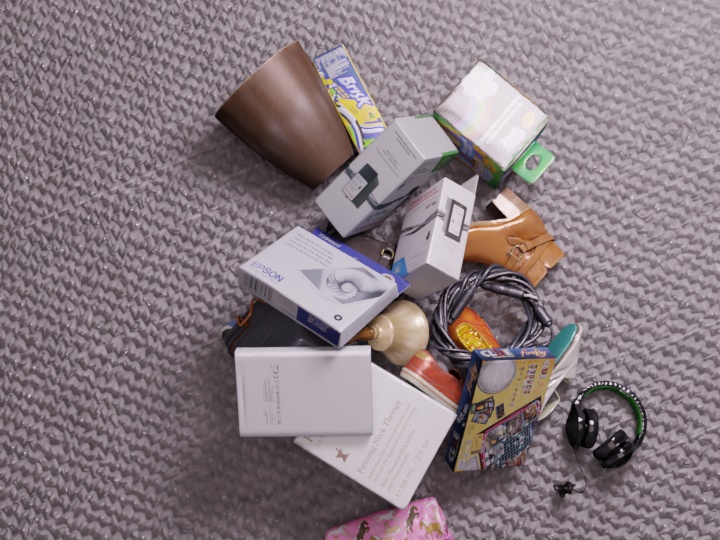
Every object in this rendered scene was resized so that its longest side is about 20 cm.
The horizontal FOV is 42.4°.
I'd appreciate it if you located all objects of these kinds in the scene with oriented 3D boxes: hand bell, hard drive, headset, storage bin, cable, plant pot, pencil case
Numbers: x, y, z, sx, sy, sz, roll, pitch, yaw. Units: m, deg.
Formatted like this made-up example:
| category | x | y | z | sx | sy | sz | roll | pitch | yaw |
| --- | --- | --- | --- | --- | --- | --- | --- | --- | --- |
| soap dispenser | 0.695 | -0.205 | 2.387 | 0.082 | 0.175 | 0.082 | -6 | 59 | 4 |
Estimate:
| category | x | y | z | sx | sy | sz | roll | pitch | yaw |
| --- | --- | --- | --- | --- | --- | --- | --- | --- | --- |
| hand bell | 0.007 | 0.095 | 1.421 | 0.103 | 0.199 | 0.106 | -3 | 85 | 38 |
| hard drive | -0.081 | 0.177 | 1.361 | 0.197 | 0.026 | 0.134 | -1 | 104 | 2 |
| headset | 0.381 | 0.278 | 1.510 | 0.123 | 0.094 | 0.201 | 33 | 69 | 10 |
| storage bin | -0.121 | 0.119 | 1.445 | 0.145 | 0.135 | 0.200 | 29 | 118 | -30 |
| cable | 0.198 | 0.074 | 1.470 | 0.197 | 0.051 | 0.165 | -17 | 70 | -9 |
| plant pot | -0.108 | -0.242 | 1.547 | 0.187 | 0.187 | 0.200 | -42 | 97 | -5 |
| pencil case | 0.045 | 0.426 | 1.480 | 0.197 | 0.083 | 0.088 | -19 | 81 | -2 |

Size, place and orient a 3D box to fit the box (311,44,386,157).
| category | x | y | z | sx | sy | sz | roll | pitch | yaw |
| --- | --- | --- | --- | --- | --- | --- | --- | --- | --- |
| box | -0.012 | -0.277 | 1.589 | 0.064 | 0.070 | 0.202 | -26 | 82 | -4 |

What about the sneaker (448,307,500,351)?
| category | x | y | z | sx | sy | sz | roll | pitch | yaw |
| --- | --- | --- | --- | --- | --- | --- | --- | --- | --- |
| sneaker | 0.196 | 0.123 | 1.518 | 0.073 | 0.077 | 0.200 | -39 | 69 | -3 |

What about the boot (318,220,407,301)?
| category | x | y | z | sx | sy | sz | roll | pitch | yaw |
| --- | --- | --- | --- | --- | --- | --- | --- | --- | --- |
| boot | 0.000 | 0.000 | 1.522 | 0.173 | 0.070 | 0.201 | 29 | 53 | 6 |

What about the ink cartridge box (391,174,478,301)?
| category | x | y | z | sx | sy | sz | roll | pitch | yaw |
| --- | --- | --- | --- | --- | --- | --- | --- | --- | --- |
| ink cartridge box | 0.119 | -0.067 | 1.499 | 0.067 | 0.116 | 0.202 | 27 | 60 | -22 |

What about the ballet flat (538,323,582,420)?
| category | x | y | z | sx | sy | sz | roll | pitch | yaw |
| --- | --- | --- | --- | --- | --- | --- | --- | --- | --- |
| ballet flat | 0.311 | 0.180 | 1.524 | 0.069 | 0.069 | 0.201 | 37 | 89 | 6 |

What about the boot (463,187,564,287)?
| category | x | y | z | sx | sy | sz | roll | pitch | yaw |
| --- | --- | --- | --- | --- | --- | --- | --- | --- | --- |
| boot | 0.229 | -0.021 | 1.552 | 0.199 | 0.077 | 0.156 | -41 | 87 | -12 |

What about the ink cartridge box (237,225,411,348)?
| category | x | y | z | sx | sy | sz | roll | pitch | yaw |
| --- | --- | --- | --- | --- | --- | --- | --- | --- | --- |
| ink cartridge box | -0.049 | 0.008 | 1.402 | 0.198 | 0.041 | 0.200 | 30 | 43 | 21 |

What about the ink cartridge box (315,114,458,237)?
| category | x | y | z | sx | sy | sz | roll | pitch | yaw |
| --- | --- | --- | --- | --- | --- | --- | --- | --- | --- |
| ink cartridge box | 0.042 | -0.152 | 1.495 | 0.200 | 0.146 | 0.083 | -42 | 81 | 29 |

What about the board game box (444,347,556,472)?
| category | x | y | z | sx | sy | sz | roll | pitch | yaw |
| --- | --- | --- | --- | --- | --- | --- | --- | --- | --- |
| board game box | 0.216 | 0.216 | 1.441 | 0.134 | 0.035 | 0.203 | 1 | 115 | -24 |

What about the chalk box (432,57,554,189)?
| category | x | y | z | sx | sy | sz | roll | pitch | yaw |
| --- | --- | --- | --- | --- | --- | --- | --- | --- | --- |
| chalk box | 0.229 | -0.228 | 1.551 | 0.200 | 0.124 | 0.125 | 42 | 84 | 6 |

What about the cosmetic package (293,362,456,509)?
| category | x | y | z | sx | sy | sz | roll | pitch | yaw |
| --- | --- | --- | --- | --- | --- | --- | --- | --- | --- |
| cosmetic package | 0.024 | 0.248 | 1.464 | 0.198 | 0.166 | 0.169 | 29 | 84 | 7 |

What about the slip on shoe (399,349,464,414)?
| category | x | y | z | sx | sy | sz | roll | pitch | yaw |
| --- | --- | --- | --- | --- | --- | --- | --- | --- | --- |
| slip on shoe | 0.147 | 0.192 | 1.480 | 0.199 | 0.074 | 0.062 | 37 | 80 | -28 |

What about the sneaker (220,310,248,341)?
| category | x | y | z | sx | sy | sz | roll | pitch | yaw |
| --- | --- | --- | --- | --- | --- | --- | --- | --- | --- |
| sneaker | -0.141 | 0.068 | 1.551 | 0.198 | 0.076 | 0.078 | -22 | 61 | -3 |
